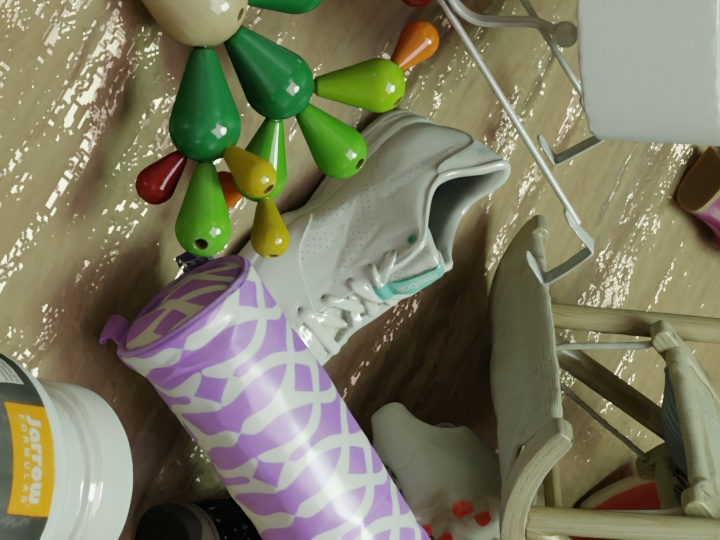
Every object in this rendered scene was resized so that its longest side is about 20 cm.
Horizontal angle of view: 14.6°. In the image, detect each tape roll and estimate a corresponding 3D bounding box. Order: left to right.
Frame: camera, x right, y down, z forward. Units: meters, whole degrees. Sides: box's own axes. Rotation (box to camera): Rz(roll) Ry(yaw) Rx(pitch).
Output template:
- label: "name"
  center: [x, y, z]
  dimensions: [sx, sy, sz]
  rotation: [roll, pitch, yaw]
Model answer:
- label: "tape roll"
  center: [0.157, -0.164, 1.406]
  dimensions: [0.202, 0.071, 0.203]
  rotation: [3, 90, -77]

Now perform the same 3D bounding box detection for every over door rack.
- label: "over door rack"
  center: [0.093, -0.118, 1.442]
  dimensions: [0.148, 0.067, 0.200]
  rotation: [-76, 147, -60]

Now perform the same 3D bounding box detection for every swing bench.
- label: "swing bench"
  center: [0.155, 0.101, 1.531]
  dimensions: [0.200, 0.199, 0.130]
  rotation: [20, 123, -12]

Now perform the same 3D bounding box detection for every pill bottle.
- label: "pill bottle"
  center: [-0.200, 0.086, 1.222]
  dimensions: [0.200, 0.116, 0.117]
  rotation: [11, 96, -50]

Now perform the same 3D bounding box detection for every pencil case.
- label: "pencil case"
  center: [-0.044, 0.088, 1.374]
  dimensions: [0.200, 0.085, 0.084]
  rotation: [57, 21, -15]

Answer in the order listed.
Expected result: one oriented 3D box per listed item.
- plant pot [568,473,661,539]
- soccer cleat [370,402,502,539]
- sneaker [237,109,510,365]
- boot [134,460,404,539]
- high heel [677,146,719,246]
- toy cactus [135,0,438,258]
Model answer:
- label: "plant pot"
  center: [0.202, 0.227, 1.699]
  dimensions: [0.200, 0.200, 0.178]
  rotation: [-36, 119, -35]
- label: "soccer cleat"
  center: [0.063, 0.126, 1.582]
  dimensions: [0.069, 0.078, 0.200]
  rotation: [-29, 154, 11]
- label: "sneaker"
  center: [0.000, 0.000, 1.439]
  dimensions: [0.200, 0.088, 0.075]
  rotation: [-53, 138, -20]
- label: "boot"
  center: [-0.042, 0.204, 1.475]
  dimensions: [0.154, 0.073, 0.204]
  rotation: [-15, 112, -39]
- label: "high heel"
  center: [0.288, -0.088, 1.713]
  dimensions: [0.096, 0.067, 0.200]
  rotation: [32, 100, -42]
- label: "toy cactus"
  center: [-0.056, -0.108, 1.350]
  dimensions: [0.165, 0.102, 0.200]
  rotation: [45, 71, -27]
